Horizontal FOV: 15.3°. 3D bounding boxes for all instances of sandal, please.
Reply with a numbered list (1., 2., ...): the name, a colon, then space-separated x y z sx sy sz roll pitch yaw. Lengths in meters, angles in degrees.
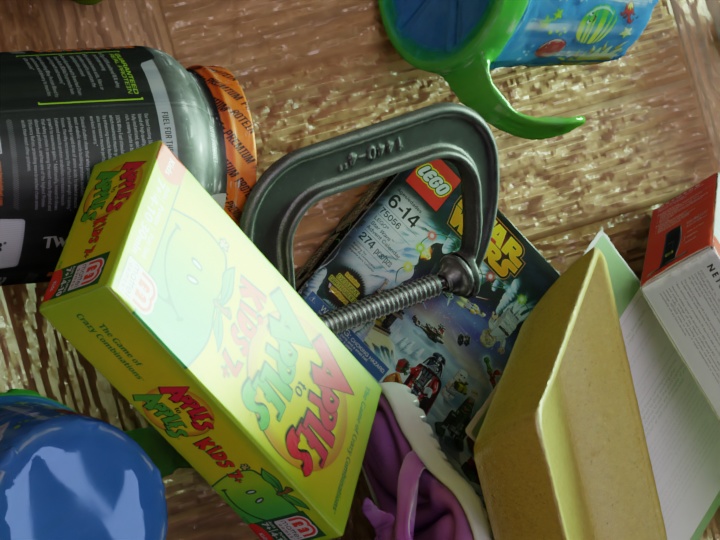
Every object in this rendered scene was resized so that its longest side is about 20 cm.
1. sandal: 0.021 0.131 1.414 0.049 0.203 0.083 3 115 -18

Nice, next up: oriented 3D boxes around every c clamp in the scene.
1. c clamp: 0.000 0.000 1.469 0.199 0.027 0.172 -25 119 -27

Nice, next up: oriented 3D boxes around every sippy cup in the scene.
1. sippy cup: -0.164 0.128 1.375 0.139 0.130 0.179 33 72 -17
2. sippy cup: 0.098 -0.174 1.547 0.130 0.139 0.179 6 107 -34

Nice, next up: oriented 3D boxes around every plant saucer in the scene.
1. plant saucer: 0.108 0.118 1.393 0.200 0.048 0.201 -62 141 -61

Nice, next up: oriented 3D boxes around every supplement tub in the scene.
1. supplement tub: -0.163 -0.055 1.410 0.199 0.122 0.124 -5 86 -24

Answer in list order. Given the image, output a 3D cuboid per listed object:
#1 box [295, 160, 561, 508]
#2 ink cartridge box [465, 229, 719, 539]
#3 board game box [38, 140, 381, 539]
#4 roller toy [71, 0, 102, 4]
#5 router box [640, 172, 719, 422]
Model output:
1. box: 0.059 0.042 1.545 0.200 0.040 0.137 45 67 -13
2. ink cartridge box: 0.135 0.090 1.518 0.200 0.048 0.146 48 68 -34
3. board game box: -0.072 0.041 1.360 0.200 0.047 0.102 49 39 -32
4. roller toy: -0.166 -0.245 1.397 0.139 0.182 0.202 -10 88 -24
5. router box: 0.236 0.056 1.555 0.049 0.180 0.201 -30 99 15
